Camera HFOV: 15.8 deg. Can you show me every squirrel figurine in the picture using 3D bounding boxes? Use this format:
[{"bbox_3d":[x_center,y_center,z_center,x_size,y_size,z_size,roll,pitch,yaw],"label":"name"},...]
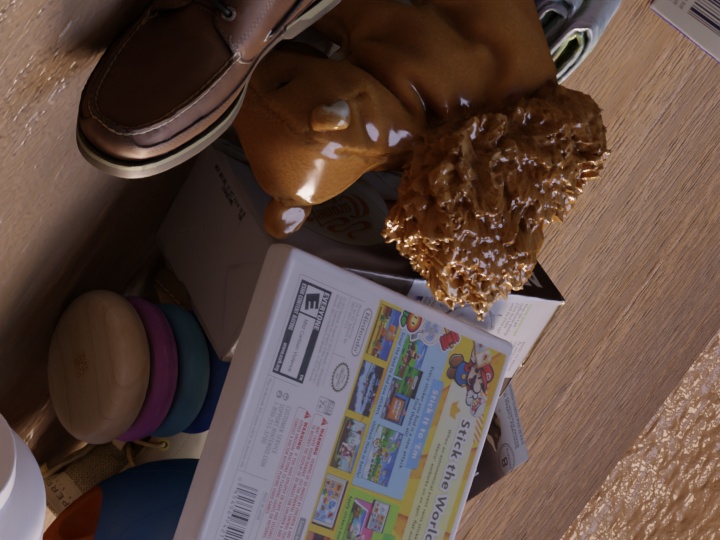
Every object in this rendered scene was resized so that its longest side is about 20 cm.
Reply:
[{"bbox_3d":[0.028,-0.075,1.395,0.187,0.200,0.142,-32,163,-49],"label":"squirrel figurine"}]

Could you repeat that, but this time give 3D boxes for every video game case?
[{"bbox_3d":[-0.011,0.107,1.401,0.182,0.023,0.200,24,80,-41],"label":"video game case"}]

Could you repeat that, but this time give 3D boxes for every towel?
[{"bbox_3d":[0.095,-0.132,1.600,0.171,0.048,0.200,-40,-171,27],"label":"towel"}]

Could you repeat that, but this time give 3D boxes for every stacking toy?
[{"bbox_3d":[-0.074,0.057,1.479,0.200,0.085,0.085,4,129,-38],"label":"stacking toy"}]

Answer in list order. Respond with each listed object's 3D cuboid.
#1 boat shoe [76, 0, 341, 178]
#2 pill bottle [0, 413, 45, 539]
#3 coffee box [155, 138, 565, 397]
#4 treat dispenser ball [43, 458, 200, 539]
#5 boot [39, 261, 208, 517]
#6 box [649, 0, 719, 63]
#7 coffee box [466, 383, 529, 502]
[{"bbox_3d":[-0.070,-0.127,1.252,0.200,0.072,0.068,-52,164,-36],"label":"boat shoe"},{"bbox_3d":[-0.221,0.142,1.346,0.112,0.112,0.200,-42,162,-30],"label":"pill bottle"},{"bbox_3d":[0.000,0.000,1.484,0.200,0.114,0.080,9,124,-35],"label":"coffee box"},{"bbox_3d":[-0.100,0.208,1.486,0.201,0.201,0.201,-46,164,-17],"label":"treat dispenser ball"},{"bbox_3d":[-0.129,0.091,1.566,0.155,0.073,0.200,-32,143,-11],"label":"boot"},{"bbox_3d":[0.342,-0.248,2.075,0.184,0.105,0.200,-55,164,13],"label":"box"},{"bbox_3d":[0.034,0.051,1.712,0.080,0.200,0.113,-8,-171,31],"label":"coffee box"}]
